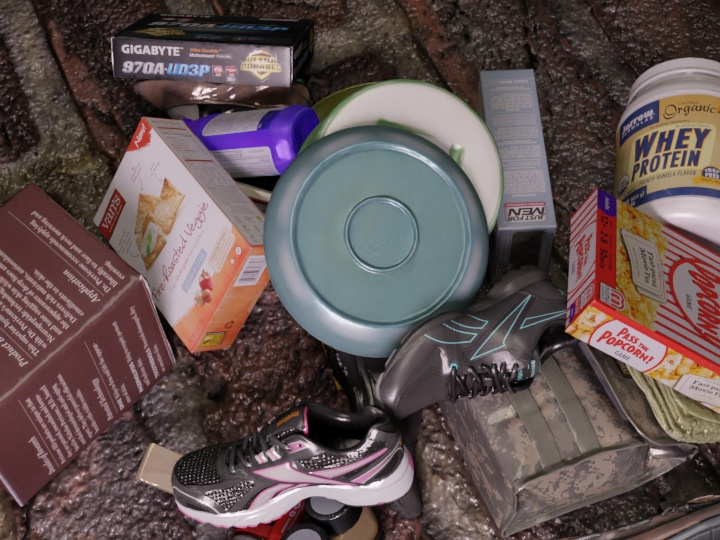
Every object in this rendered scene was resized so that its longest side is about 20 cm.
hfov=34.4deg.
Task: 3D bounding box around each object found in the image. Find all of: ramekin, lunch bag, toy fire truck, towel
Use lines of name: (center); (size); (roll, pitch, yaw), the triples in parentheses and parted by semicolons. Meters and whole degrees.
ramekin: (0.036, -0.075, 1.061); (0.197, 0.098, 0.203); (1, 80, -9)
lunch bag: (0.185, 0.119, 1.040); (0.197, 0.118, 0.165); (-17, 56, -15)
toy fire truck: (-0.105, 0.239, 0.989); (0.198, 0.130, 0.177); (8, 50, 32)
towel: (0.317, 0.092, 1.049); (0.198, 0.037, 0.150); (6, 50, -31)

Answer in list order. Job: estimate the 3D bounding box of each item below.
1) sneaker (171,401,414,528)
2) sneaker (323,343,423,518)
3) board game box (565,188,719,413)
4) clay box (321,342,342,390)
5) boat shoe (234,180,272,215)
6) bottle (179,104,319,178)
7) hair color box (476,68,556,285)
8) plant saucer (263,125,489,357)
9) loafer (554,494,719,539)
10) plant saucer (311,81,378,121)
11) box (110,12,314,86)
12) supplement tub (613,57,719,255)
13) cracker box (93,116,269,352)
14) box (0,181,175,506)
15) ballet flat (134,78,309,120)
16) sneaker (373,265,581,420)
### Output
sneaker: (-0.058, 0.143, 0.942); (0.197, 0.087, 0.081); (-11, 41, 0)
sneaker: (0.030, 0.120, 1.044); (0.089, 0.076, 0.203); (-15, 84, -11)
board game box: (0.273, 0.033, 1.009); (0.198, 0.046, 0.153); (27, 41, -12)
clay box: (0.000, 0.000, 1.119); (0.113, 0.048, 0.203); (-19, 85, -9)
boat shoe: (-0.064, -0.039, 1.184); (0.197, 0.071, 0.063); (17, 94, -2)
bottle: (-0.140, -0.131, 1.219); (0.197, 0.066, 0.084); (-2, 22, 25)
hair color box: (0.155, -0.097, 1.188); (0.060, 0.100, 0.202); (-2, 57, 1)
plant saucer: (0.016, -0.029, 0.987); (0.197, 0.027, 0.204); (2, 79, -8)
loafer: (0.256, 0.224, 0.997); (0.197, 0.072, 0.063); (-21, 52, -8)
plant saucer: (0.022, -0.125, 1.243); (0.197, 0.031, 0.202); (-3, 51, 4)
box: (-0.158, -0.246, 1.286); (0.197, 0.047, 0.159); (4, 22, 6)
supplement tub: (0.323, -0.094, 1.151); (0.142, 0.145, 0.202); (6, 57, 7)
cracker box: (-0.172, -0.038, 1.147); (0.057, 0.135, 0.200); (-3, 43, -49)
box: (-0.306, 0.066, 1.069); (0.165, 0.165, 0.200); (37, 66, 23)
ballet flat: (-0.155, -0.179, 1.283); (0.197, 0.068, 0.068); (1, 84, 6)
sneaker: (0.100, 0.068, 0.963); (0.199, 0.076, 0.079); (-32, 56, -19)
